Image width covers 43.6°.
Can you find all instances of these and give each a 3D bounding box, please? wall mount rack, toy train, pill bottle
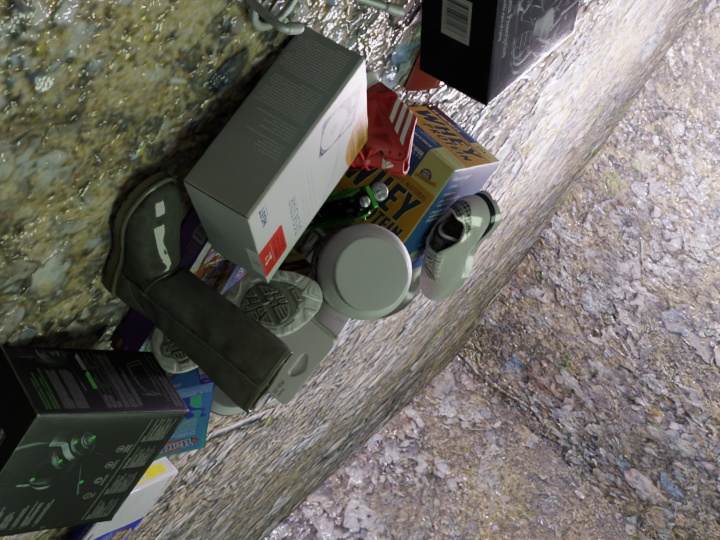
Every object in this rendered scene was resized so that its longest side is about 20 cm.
[{"bbox_3d":[-0.009,-0.274,0.755,0.173,0.074,0.201,-32,159,-49],"label":"wall mount rack"},{"bbox_3d":[-0.023,-0.081,1.113,0.056,0.042,0.200,-29,-170,-23],"label":"toy train"},{"bbox_3d":[0.000,0.000,1.071,0.112,0.112,0.200,-47,-173,-4],"label":"pill bottle"}]

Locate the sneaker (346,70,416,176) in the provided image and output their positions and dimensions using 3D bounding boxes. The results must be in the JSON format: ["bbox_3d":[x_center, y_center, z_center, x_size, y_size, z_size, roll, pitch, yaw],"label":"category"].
[{"bbox_3d":[-0.012,-0.133,1.029,0.200,0.115,0.078,-47,165,-13],"label":"sneaker"}]

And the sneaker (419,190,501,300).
[{"bbox_3d":[0.119,-0.029,1.263,0.080,0.076,0.201,-21,147,-39],"label":"sneaker"}]

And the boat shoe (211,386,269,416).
[{"bbox_3d":[-0.157,0.160,1.245,0.070,0.071,0.200,-56,172,28],"label":"boat shoe"}]

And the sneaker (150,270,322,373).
[{"bbox_3d":[-0.140,0.055,1.028,0.198,0.079,0.099,-19,176,-7],"label":"sneaker"}]

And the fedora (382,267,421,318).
[{"bbox_3d":[0.052,0.005,1.501,0.200,0.090,0.177,-47,-163,13],"label":"fedora"}]

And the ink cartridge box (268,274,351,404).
[{"bbox_3d":[-0.064,0.068,1.245,0.147,0.083,0.200,-52,-179,31],"label":"ink cartridge box"}]

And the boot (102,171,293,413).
[{"bbox_3d":[-0.149,0.026,0.859,0.072,0.200,0.182,-36,162,-40],"label":"boot"}]

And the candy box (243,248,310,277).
[{"bbox_3d":[-0.157,0.060,1.221,0.201,0.055,0.115,-54,166,18],"label":"candy box"}]

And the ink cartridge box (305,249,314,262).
[{"bbox_3d":[-0.049,-0.006,1.431,0.200,0.057,0.162,-37,173,28],"label":"ink cartridge box"}]

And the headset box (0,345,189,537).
[{"bbox_3d":[-0.306,0.171,0.901,0.199,0.093,0.175,8,123,-54],"label":"headset box"}]

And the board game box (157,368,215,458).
[{"bbox_3d":[-0.262,0.178,1.108,0.151,0.045,0.201,-10,149,-21],"label":"board game box"}]

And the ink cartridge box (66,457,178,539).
[{"bbox_3d":[-0.398,0.393,1.400,0.198,0.047,0.200,-51,164,13],"label":"ink cartridge box"}]

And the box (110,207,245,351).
[{"bbox_3d":[-0.189,0.012,1.035,0.201,0.039,0.137,-54,164,19],"label":"box"}]

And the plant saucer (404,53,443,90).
[{"bbox_3d":[0.159,-0.333,1.187,0.200,0.037,0.200,-37,162,-42],"label":"plant saucer"}]

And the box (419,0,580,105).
[{"bbox_3d":[0.163,-0.324,0.998,0.182,0.104,0.201,-42,151,-27],"label":"box"}]

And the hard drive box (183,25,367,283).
[{"bbox_3d":[-0.076,-0.112,0.897,0.201,0.076,0.156,-56,167,-17],"label":"hard drive box"}]

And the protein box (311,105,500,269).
[{"bbox_3d":[0.065,-0.111,1.278,0.201,0.135,0.198,-55,164,25],"label":"protein box"}]
